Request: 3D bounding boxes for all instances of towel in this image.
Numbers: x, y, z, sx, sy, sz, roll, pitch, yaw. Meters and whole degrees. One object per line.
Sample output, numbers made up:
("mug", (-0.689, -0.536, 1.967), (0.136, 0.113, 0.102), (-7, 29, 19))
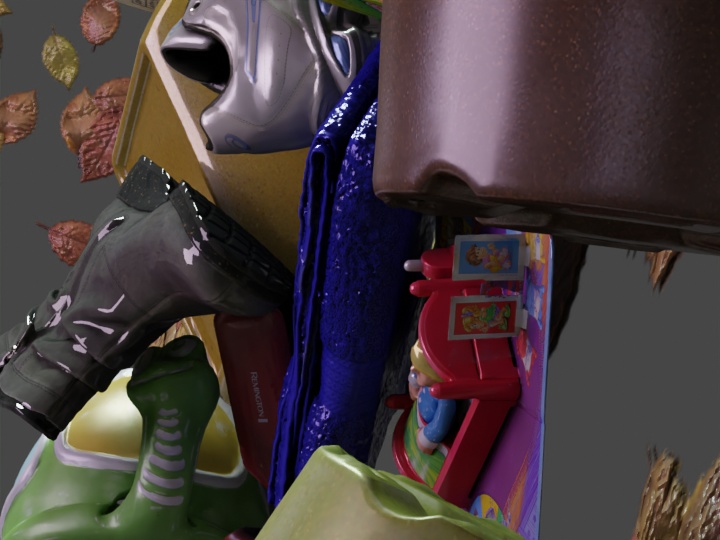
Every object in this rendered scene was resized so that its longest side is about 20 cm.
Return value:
("towel", (0.000, 0.000, 1.232), (0.148, 0.049, 0.201), (-69, -10, -59))

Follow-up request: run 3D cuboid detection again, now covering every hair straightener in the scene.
("hair straightener", (-0.021, 0.094, 1.347), (0.077, 0.041, 0.201), (-54, -48, -62))

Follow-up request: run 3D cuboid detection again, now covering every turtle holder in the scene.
("turtle holder", (-0.110, 0.111, 1.370), (0.186, 0.140, 0.132), (61, -151, -51))

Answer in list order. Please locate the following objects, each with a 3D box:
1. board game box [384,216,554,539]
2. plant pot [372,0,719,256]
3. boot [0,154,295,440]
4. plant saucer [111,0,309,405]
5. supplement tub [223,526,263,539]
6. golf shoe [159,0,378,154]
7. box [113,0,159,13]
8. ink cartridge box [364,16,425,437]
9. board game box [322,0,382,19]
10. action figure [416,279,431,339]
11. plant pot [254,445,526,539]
("board game box", (0.033, 0.042, 1.159), (0.158, 0.039, 0.201), (-143, 55, -72))
("plant pot", (0.088, -0.108, 0.849), (0.200, 0.199, 0.200), (180, 98, -80))
("boot", (-0.102, 0.026, 1.274), (0.131, 0.068, 0.200), (-51, 18, -3))
("plant saucer", (-0.069, -0.031, 1.426), (0.201, 0.048, 0.200), (65, 161, 18))
("supplement tub", (-0.035, 0.219, 1.238), (0.107, 0.106, 0.201), (-159, 85, -80))
("golf shoe", (-0.051, -0.131, 1.317), (0.201, 0.097, 0.079), (-107, -1, -45))
("box", (-0.023, -0.179, 1.464), (0.128, 0.199, 0.110), (108, 178, -75))
("ink cartridge box", (-0.014, -0.011, 1.473), (0.200, 0.047, 0.199), (137, 124, -74))
("board game box", (-0.024, -0.174, 1.243), (0.199, 0.048, 0.102), (21, 89, 43))
("action figure", (0.059, -0.018, 1.247), (0.201, 0.051, 0.066), (109, 177, -47))
("plant pot", (0.004, 0.166, 0.935), (0.185, 0.200, 0.200), (-63, 9, -2))
